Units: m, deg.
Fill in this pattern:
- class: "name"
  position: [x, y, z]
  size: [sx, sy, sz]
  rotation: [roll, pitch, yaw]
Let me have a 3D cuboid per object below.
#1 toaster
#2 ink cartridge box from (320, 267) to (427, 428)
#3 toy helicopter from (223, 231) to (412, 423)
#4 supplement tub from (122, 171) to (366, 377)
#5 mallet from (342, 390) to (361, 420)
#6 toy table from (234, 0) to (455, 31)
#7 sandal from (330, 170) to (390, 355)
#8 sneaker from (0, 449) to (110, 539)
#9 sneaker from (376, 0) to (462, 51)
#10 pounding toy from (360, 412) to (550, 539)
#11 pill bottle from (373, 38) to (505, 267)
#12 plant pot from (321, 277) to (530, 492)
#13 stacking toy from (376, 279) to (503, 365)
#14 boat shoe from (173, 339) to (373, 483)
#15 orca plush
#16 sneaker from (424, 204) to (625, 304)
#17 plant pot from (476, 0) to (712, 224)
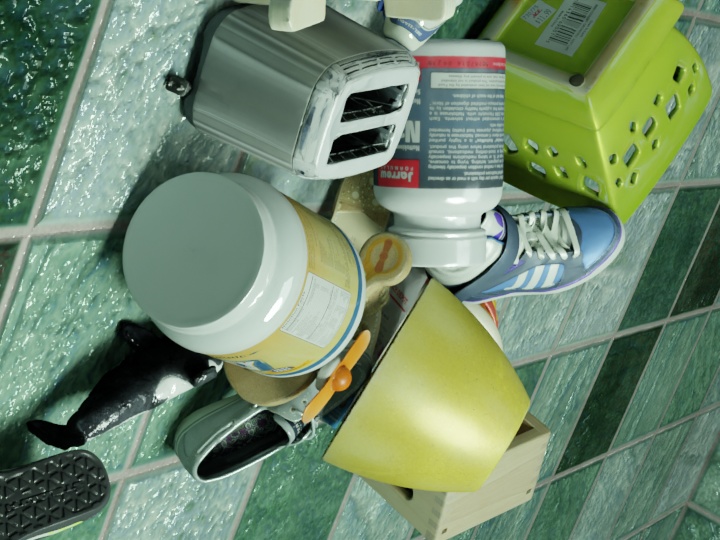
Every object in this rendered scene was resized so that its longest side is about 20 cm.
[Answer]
- class: "toaster"
  position: [-0.044, -0.142, 1.371]
  size: [0.200, 0.129, 0.114]
  rotation: [-16, 129, -58]
- class: "ink cartridge box"
  position: [-0.014, 0.042, 1.702]
  size: [0.200, 0.068, 0.115]
  rotation: [-58, 156, -8]
- class: "toy helicopter"
  position: [-0.032, 0.046, 1.535]
  size: [0.200, 0.132, 0.079]
  rotation: [-39, 156, 5]
- class: "supplement tub"
  position: [-0.092, 0.003, 1.411]
  size: [0.145, 0.144, 0.200]
  rotation: [-62, 156, 0]
- class: "mallet"
  position: [-0.057, 0.139, 1.765]
  size: [0.200, 0.041, 0.066]
  rotation: [-19, 134, -52]
- class: "toy table"
  position: [-0.018, -0.249, 1.283]
  size: [0.200, 0.183, 0.118]
  rotation: [-21, 117, -47]
- class: "sandal"
  position: [-0.006, -0.001, 1.604]
  size: [0.070, 0.077, 0.213]
  rotation: [165, -65, -80]
- class: "sneaker"
  position: [-0.281, 0.186, 1.319]
  size: [0.199, 0.072, 0.083]
  rotation: [-4, 162, -42]
- class: "sneaker"
  position: [0.044, -0.247, 1.462]
  size: [0.088, 0.075, 0.200]
  rotation: [-53, -169, 20]
- class: "pounding toy"
  position: [0.089, 0.199, 1.970]
  size: [0.184, 0.200, 0.143]
  rotation: [-18, 133, -38]
- class: "pill bottle"
  position: [0.070, -0.106, 1.572]
  size: [0.119, 0.119, 0.201]
  rotation: [-9, 101, -61]
- class: "plant pot"
  position: [0.074, 0.129, 1.641]
  size: [0.201, 0.142, 0.200]
  rotation: [-58, 179, -2]
- class: "stacking toy"
  position: [0.103, 0.042, 1.906]
  size: [0.200, 0.145, 0.147]
  rotation: [-58, 164, -57]
- class: "boat shoe"
  position: [-0.072, 0.134, 1.580]
  size: [0.200, 0.072, 0.070]
  rotation: [-28, 125, -5]
- class: "orca plush"
  position: [-0.192, 0.082, 1.431]
  size: [0.200, 0.071, 0.105]
  rotation: [-26, -176, -38]
- class: "sneaker"
  position: [0.157, -0.029, 1.690]
  size: [0.199, 0.081, 0.147]
  rotation: [-17, 160, 6]
- class: "plant pot"
  position: [0.222, -0.196, 1.773]
  size: [0.200, 0.198, 0.182]
  rotation: [-53, 149, -19]
